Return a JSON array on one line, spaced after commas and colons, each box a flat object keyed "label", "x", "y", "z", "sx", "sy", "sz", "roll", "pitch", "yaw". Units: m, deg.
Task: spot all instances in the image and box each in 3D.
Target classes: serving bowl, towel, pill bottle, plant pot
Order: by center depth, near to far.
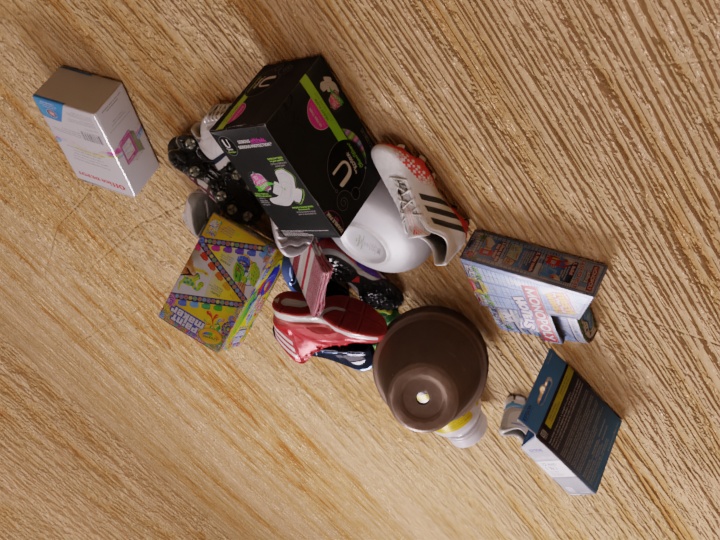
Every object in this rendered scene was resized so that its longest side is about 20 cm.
[{"label": "serving bowl", "x": 0.019, "y": -0.063, "z": 1.442, "sx": 0.197, "sy": 0.066, "sz": 0.202, "roll": 23, "pitch": 150, "yaw": 14}, {"label": "towel", "x": -0.095, "y": -0.044, "z": 1.503, "sx": 0.145, "sy": 0.022, "sz": 0.203, "roll": 109, "pitch": 142, "yaw": -58}, {"label": "plant pot", "x": 0.110, "y": 0.176, "z": 1.512, "sx": 0.196, "sy": 0.175, "sz": 0.205, "roll": 2, "pitch": 104, "yaw": 7}, {"label": "pill bottle", "x": 0.153, "y": 0.230, "z": 1.700, "sx": 0.110, "sy": 0.112, "sz": 0.201, "roll": -1, "pitch": 136, "yaw": 44}]

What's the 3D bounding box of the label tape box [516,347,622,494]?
[{"label": "label tape box", "x": 0.326, "y": 0.247, "z": 1.523, "sx": 0.200, "sy": 0.144, "sz": 0.066, "roll": 43, "pitch": 149, "yaw": -18}]

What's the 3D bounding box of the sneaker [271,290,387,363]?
[{"label": "sneaker", "x": -0.053, "y": 0.105, "z": 1.580, "sx": 0.196, "sy": 0.079, "sz": 0.117, "roll": 15, "pitch": 133, "yaw": 10}]

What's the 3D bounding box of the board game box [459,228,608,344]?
[{"label": "board game box", "x": 0.268, "y": 0.038, "z": 1.355, "sx": 0.197, "sy": 0.062, "sz": 0.201, "roll": 8, "pitch": 143, "yaw": 38}]

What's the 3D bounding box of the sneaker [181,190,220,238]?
[{"label": "sneaker", "x": -0.287, "y": -0.094, "z": 1.659, "sx": 0.080, "sy": 0.071, "sz": 0.201, "roll": 36, "pitch": 167, "yaw": 13}]

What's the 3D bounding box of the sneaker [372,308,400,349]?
[{"label": "sneaker", "x": 0.036, "y": 0.128, "z": 1.699, "sx": 0.083, "sy": 0.074, "sz": 0.201, "roll": 29, "pitch": 150, "yaw": 14}]

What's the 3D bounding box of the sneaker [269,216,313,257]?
[{"label": "sneaker", "x": -0.114, "y": -0.123, "z": 1.419, "sx": 0.082, "sy": 0.073, "sz": 0.205, "roll": 2, "pitch": 98, "yaw": 64}]

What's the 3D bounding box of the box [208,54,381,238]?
[{"label": "box", "x": -0.081, "y": -0.167, "z": 1.294, "sx": 0.123, "sy": 0.150, "sz": 0.201, "roll": 3, "pitch": 138, "yaw": 43}]

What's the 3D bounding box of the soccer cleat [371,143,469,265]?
[{"label": "soccer cleat", "x": 0.079, "y": -0.093, "z": 1.317, "sx": 0.068, "sy": 0.086, "sz": 0.200, "roll": -9, "pitch": 131, "yaw": 50}]

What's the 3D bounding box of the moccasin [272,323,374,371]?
[{"label": "moccasin", "x": -0.063, "y": 0.113, "z": 1.659, "sx": 0.196, "sy": 0.082, "sz": 0.069, "roll": 13, "pitch": 150, "yaw": 12}]

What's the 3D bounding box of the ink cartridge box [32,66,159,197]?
[{"label": "ink cartridge box", "x": -0.453, "y": -0.237, "z": 1.617, "sx": 0.142, "sy": 0.085, "sz": 0.202, "roll": 19, "pitch": 147, "yaw": 24}]

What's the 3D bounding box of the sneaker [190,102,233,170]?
[{"label": "sneaker", "x": -0.198, "y": -0.219, "z": 1.418, "sx": 0.081, "sy": 0.077, "sz": 0.199, "roll": 49, "pitch": 146, "yaw": -11}]

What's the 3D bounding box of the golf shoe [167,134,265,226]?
[{"label": "golf shoe", "x": -0.239, "y": -0.157, "z": 1.565, "sx": 0.200, "sy": 0.077, "sz": 0.088, "roll": 44, "pitch": 175, "yaw": -24}]

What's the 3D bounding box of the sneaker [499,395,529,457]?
[{"label": "sneaker", "x": 0.336, "y": 0.303, "z": 1.660, "sx": 0.197, "sy": 0.087, "sz": 0.076, "roll": 21, "pitch": 148, "yaw": 17}]

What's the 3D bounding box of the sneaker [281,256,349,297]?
[{"label": "sneaker", "x": -0.065, "y": 0.034, "z": 1.671, "sx": 0.077, "sy": 0.071, "sz": 0.201, "roll": 5, "pitch": 147, "yaw": 35}]

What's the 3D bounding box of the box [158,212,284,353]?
[{"label": "box", "x": -0.227, "y": 0.021, "z": 1.599, "sx": 0.121, "sy": 0.195, "sz": 0.200, "roll": 29, "pitch": -178, "yaw": 3}]

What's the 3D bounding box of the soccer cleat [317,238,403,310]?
[{"label": "soccer cleat", "x": 0.000, "y": 0.000, "z": 1.569, "sx": 0.198, "sy": 0.074, "sz": 0.068, "roll": 31, "pitch": 130, "yaw": -34}]
